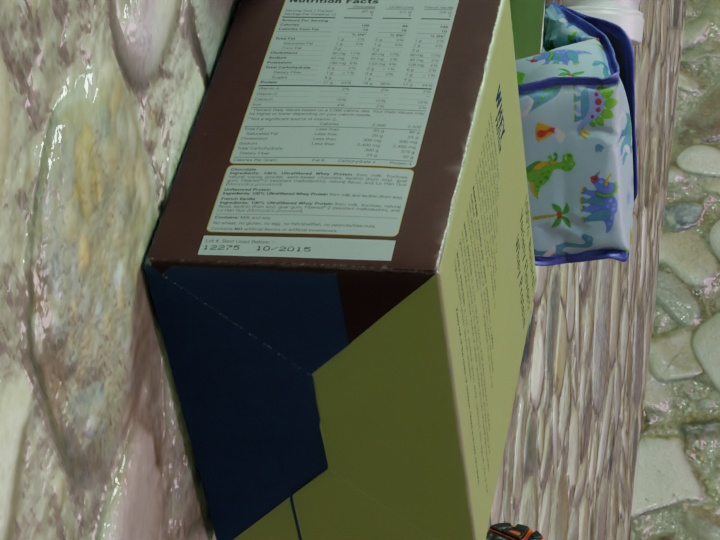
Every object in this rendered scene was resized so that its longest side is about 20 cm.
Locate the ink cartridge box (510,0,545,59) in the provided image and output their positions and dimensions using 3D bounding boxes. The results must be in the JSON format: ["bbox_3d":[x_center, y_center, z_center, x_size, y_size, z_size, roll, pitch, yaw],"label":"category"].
[{"bbox_3d":[0.071,-0.199,1.419,0.200,0.048,0.147,-176,-90,-80],"label":"ink cartridge box"}]

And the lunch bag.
[{"bbox_3d":[0.170,-0.116,1.907,0.200,0.126,0.171,-91,176,-67],"label":"lunch bag"}]

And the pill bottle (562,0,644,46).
[{"bbox_3d":[0.229,-0.315,2.135,0.112,0.111,0.202,4,89,-78],"label":"pill bottle"}]

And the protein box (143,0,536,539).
[{"bbox_3d":[0.000,0.000,1.093,0.201,0.134,0.199,-74,161,-44],"label":"protein box"}]

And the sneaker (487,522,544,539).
[{"bbox_3d":[0.123,0.305,1.879,0.201,0.075,0.079,-71,163,-47],"label":"sneaker"}]
